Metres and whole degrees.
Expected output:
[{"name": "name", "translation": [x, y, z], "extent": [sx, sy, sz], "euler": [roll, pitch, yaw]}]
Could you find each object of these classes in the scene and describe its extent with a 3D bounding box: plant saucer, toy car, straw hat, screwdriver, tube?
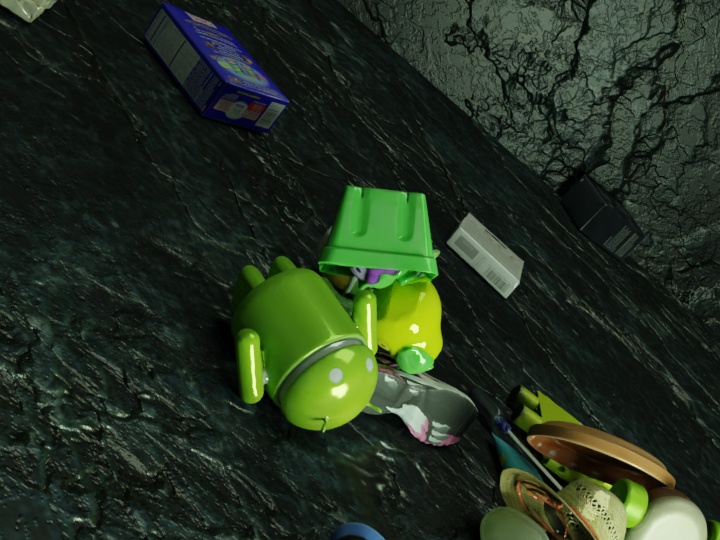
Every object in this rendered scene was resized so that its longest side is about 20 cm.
[{"name": "plant saucer", "translation": [0.318, 0.245, 1.346], "extent": [0.198, 0.033, 0.201], "euler": [22, -15, 6]}, {"name": "toy car", "translation": [0.356, 0.330, 1.331], "extent": [0.163, 0.159, 0.200], "euler": [26, 10, -11]}, {"name": "straw hat", "translation": [0.249, 0.281, 1.125], "extent": [0.201, 0.085, 0.202], "euler": [46, -25, 28]}, {"name": "screwdriver", "translation": [0.212, 0.228, 1.384], "extent": [0.200, 0.028, 0.029], "euler": [45, -26, 40]}, {"name": "tube", "translation": [0.214, 0.279, 1.298], "extent": [0.077, 0.050, 0.200], "euler": [46, 11, -18]}]

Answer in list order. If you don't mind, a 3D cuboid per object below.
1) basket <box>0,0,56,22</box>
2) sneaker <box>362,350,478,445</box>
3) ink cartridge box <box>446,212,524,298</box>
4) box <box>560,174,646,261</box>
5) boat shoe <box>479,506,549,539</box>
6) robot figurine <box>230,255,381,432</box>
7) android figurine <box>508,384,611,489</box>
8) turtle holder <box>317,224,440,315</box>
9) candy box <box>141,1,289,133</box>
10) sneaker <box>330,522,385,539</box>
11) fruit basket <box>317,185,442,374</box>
[{"name": "basket", "translation": [-0.472, -0.445, 1.352], "extent": [0.199, 0.136, 0.124], "euler": [34, 23, -22]}, {"name": "sneaker", "translation": [0.059, 0.138, 1.237], "extent": [0.199, 0.080, 0.087], "euler": [32, 20, -31]}, {"name": "ink cartridge box", "translation": [0.252, -0.035, 2.039], "extent": [0.161, 0.050, 0.200], "euler": [42, 15, 0]}, {"name": "box", "translation": [0.751, -0.164, 3.166], "extent": [0.199, 0.118, 0.197], "euler": [33, 21, -27]}, {"name": "boat shoe", "translation": [0.198, 0.341, 1.100], "extent": [0.202, 0.072, 0.061], "euler": [48, -9, 45]}, {"name": "robot figurine", "translation": [-0.059, 0.080, 1.068], "extent": [0.174, 0.116, 0.201], "euler": [-15, 57, -36]}, {"name": "android figurine", "translation": [0.305, 0.255, 1.525], "extent": [0.199, 0.041, 0.182], "euler": [38, 19, -12]}, {"name": "turtle holder", "translation": [0.002, 0.001, 1.364], "extent": [0.132, 0.186, 0.141], "euler": [42, -13, 7]}, {"name": "candy box", "translation": [-0.235, -0.325, 1.649], "extent": [0.201, 0.077, 0.168], "euler": [52, 23, 24]}, {"name": "sneaker", "translation": [0.047, 0.305, 0.886], "extent": [0.199, 0.070, 0.078], "euler": [35, 24, -4]}, {"name": "fruit basket", "translation": [0.025, 0.015, 1.189], "extent": [0.153, 0.218, 0.216], "euler": [6, 24, -1]}]
